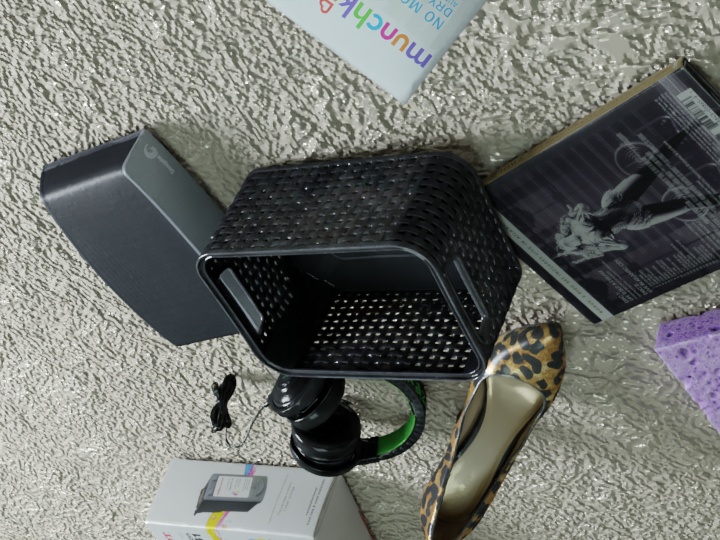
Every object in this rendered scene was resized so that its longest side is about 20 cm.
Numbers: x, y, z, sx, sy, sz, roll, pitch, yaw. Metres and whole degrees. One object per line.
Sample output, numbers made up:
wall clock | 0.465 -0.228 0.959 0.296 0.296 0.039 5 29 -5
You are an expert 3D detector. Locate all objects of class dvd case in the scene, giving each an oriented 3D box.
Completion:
dvd case | 0.184 -0.044 0.798 0.148 0.016 0.199 39 138 -19

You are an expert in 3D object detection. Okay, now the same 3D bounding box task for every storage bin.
storage bin | 0.000 0.000 0.860 0.198 0.094 0.136 -1 136 34

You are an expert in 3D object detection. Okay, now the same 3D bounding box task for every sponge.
sponge | 0.324 0.059 0.840 0.199 0.030 0.112 -17 127 38

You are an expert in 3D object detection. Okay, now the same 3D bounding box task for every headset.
headset | -0.039 0.116 1.057 0.198 0.094 0.124 -10 129 12

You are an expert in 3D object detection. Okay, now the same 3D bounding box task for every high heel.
high heel | 0.106 0.136 0.936 0.071 0.143 0.201 24 141 -3

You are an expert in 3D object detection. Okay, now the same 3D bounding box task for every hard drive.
hard drive | -0.162 -0.016 0.967 0.134 0.043 0.200 -12 129 34

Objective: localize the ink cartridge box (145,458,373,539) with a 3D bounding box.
ink cartridge box | -0.099 0.274 1.232 0.198 0.086 0.148 -2 135 24

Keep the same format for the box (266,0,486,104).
box | -0.004 -0.218 0.583 0.199 0.097 0.177 35 113 -15
